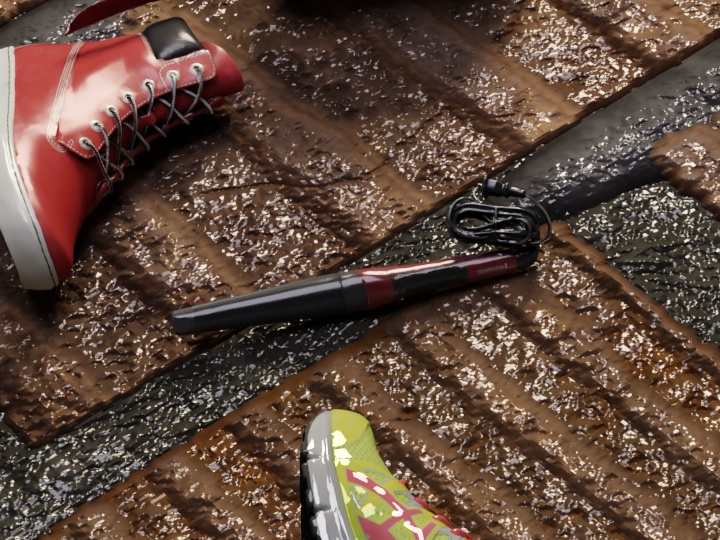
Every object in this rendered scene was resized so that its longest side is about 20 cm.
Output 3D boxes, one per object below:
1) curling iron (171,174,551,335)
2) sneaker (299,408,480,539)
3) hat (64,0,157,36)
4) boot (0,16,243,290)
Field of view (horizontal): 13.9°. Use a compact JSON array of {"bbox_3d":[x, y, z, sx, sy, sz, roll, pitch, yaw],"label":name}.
[{"bbox_3d":[0.000,0.000,1.504,0.199,0.026,0.050,-18,77,1],"label":"curling iron"},{"bbox_3d":[0.024,0.139,1.315,0.090,0.078,0.200,-10,45,-8],"label":"sneaker"},{"bbox_3d":[-0.034,-0.169,1.697,0.200,0.176,0.166,27,5,-2],"label":"hat"},{"bbox_3d":[-0.132,-0.071,1.596,0.144,0.073,0.200,-11,37,1],"label":"boot"}]
